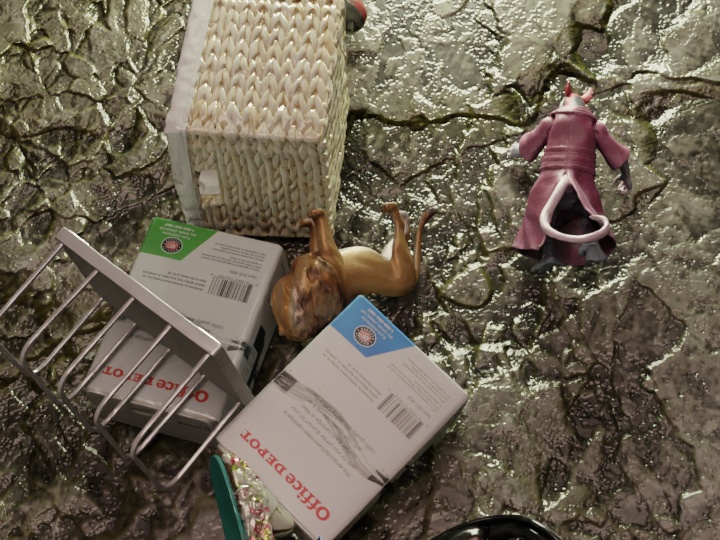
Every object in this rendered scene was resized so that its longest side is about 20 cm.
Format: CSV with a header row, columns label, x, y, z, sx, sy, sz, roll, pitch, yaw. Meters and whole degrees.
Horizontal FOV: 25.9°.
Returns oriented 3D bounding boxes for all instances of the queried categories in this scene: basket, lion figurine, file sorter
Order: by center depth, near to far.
label,x,y,z,sx,sy,sz,roll,pitch,yaw
file sorter,-0.222,0.085,1.431,0.200,0.139,0.125,35,75,22
lion figurine,0.000,0.000,1.564,0.199,0.072,0.123,-8,81,-22
basket,-0.099,-0.160,1.608,0.160,0.198,0.201,3,59,4

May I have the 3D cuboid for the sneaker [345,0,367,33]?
label,x,y,z,sx,sy,sz,roll,pitch,yaw
sneaker,-0.045,-0.350,1.773,0.098,0.071,0.201,-37,62,-10

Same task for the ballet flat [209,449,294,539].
label,x,y,z,sx,sy,sz,roll,pitch,yaw
ballet flat,-0.084,0.254,1.387,0.064,0.076,0.201,-8,73,-22

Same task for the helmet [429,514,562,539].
label,x,y,z,sx,sy,sz,roll,pitch,yaw
helmet,0.125,0.324,1.318,0.200,0.200,0.191,-31,105,-10

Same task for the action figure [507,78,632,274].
label,x,y,z,sx,sy,sz,roll,pitch,yaw
action figure,0.201,-0.103,1.572,0.133,0.149,0.201,2,76,15

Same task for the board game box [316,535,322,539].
label,x,y,z,sx,sy,sz,roll,pitch,yaw
board game box,-0.001,0.306,1.343,0.039,0.200,0.159,-14,77,-8

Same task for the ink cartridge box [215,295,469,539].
label,x,y,z,sx,sy,sz,roll,pitch,yaw
ink cartridge box,-0.019,0.148,1.478,0.145,0.084,0.200,43,74,11

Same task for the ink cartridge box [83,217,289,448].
label,x,y,z,sx,sy,sz,roll,pitch,yaw
ink cartridge box,-0.169,0.063,1.560,0.146,0.083,0.201,14,64,14
